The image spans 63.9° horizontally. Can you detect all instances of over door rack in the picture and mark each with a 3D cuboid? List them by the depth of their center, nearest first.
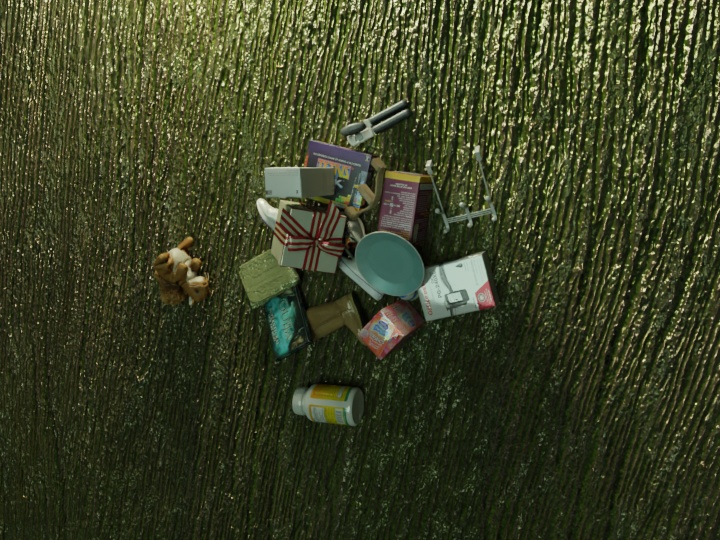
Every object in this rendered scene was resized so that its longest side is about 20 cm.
[{"bbox_3d":[0.261,-0.204,1.506,0.147,0.067,0.201,-12,107,22],"label":"over door rack"}]

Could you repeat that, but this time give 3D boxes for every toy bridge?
[{"bbox_3d":[0.019,-0.202,1.543,0.067,0.027,0.200,52,135,22],"label":"toy bridge"}]

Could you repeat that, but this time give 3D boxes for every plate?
[{"bbox_3d":[0.079,-0.020,1.528,0.199,0.026,0.201,16,130,19],"label":"plate"}]

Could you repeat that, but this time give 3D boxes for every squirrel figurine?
[{"bbox_3d":[-0.574,0.031,1.874,0.187,0.142,0.200,48,126,-3],"label":"squirrel figurine"}]

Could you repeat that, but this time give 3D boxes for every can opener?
[{"bbox_3d":[0.043,-0.403,1.586,0.199,0.066,0.053,-22,89,18],"label":"can opener"}]

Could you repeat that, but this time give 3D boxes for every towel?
[{"bbox_3d":[-0.282,0.015,1.778,0.199,0.036,0.149,-29,74,23],"label":"towel"}]

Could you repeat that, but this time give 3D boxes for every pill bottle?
[{"bbox_3d":[-0.099,0.400,1.735,0.199,0.113,0.114,0,98,21],"label":"pill bottle"}]

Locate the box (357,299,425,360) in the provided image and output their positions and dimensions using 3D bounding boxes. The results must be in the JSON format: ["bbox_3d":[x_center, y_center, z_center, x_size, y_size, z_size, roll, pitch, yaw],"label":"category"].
[{"bbox_3d":[0.089,0.155,1.576,0.095,0.200,0.103,47,110,11],"label":"box"}]

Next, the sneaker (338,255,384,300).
[{"bbox_3d":[0.000,0.000,1.667,0.200,0.073,0.071,41,89,9],"label":"sneaker"}]

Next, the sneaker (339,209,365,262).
[{"bbox_3d":[-0.026,-0.100,1.631,0.074,0.079,0.201,-45,58,23],"label":"sneaker"}]

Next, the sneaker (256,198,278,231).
[{"bbox_3d":[-0.228,-0.150,1.734,0.100,0.075,0.200,-43,86,8],"label":"sneaker"}]

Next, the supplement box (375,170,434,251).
[{"bbox_3d":[0.121,-0.162,1.554,0.103,0.131,0.202,12,102,21],"label":"supplement box"}]

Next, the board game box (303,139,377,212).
[{"bbox_3d":[-0.066,-0.269,1.650,0.199,0.057,0.166,17,105,18],"label":"board game box"}]

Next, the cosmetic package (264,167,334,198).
[{"bbox_3d":[-0.160,-0.238,1.554,0.112,0.200,0.082,3,99,21],"label":"cosmetic package"}]

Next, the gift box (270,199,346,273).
[{"bbox_3d":[-0.150,-0.108,1.601,0.183,0.187,0.201,2,105,-20],"label":"gift box"}]

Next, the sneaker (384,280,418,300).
[{"bbox_3d":[0.092,0.000,1.615,0.074,0.082,0.200,-42,80,23],"label":"sneaker"}]

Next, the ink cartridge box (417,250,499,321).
[{"bbox_3d":[0.256,0.044,1.556,0.199,0.083,0.146,-15,93,23],"label":"ink cartridge box"}]

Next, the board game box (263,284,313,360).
[{"bbox_3d":[-0.222,0.153,1.747,0.135,0.028,0.201,-30,61,23],"label":"board game box"}]

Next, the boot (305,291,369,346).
[{"bbox_3d":[-0.073,0.172,1.720,0.199,0.066,0.176,-26,76,22],"label":"boot"}]
